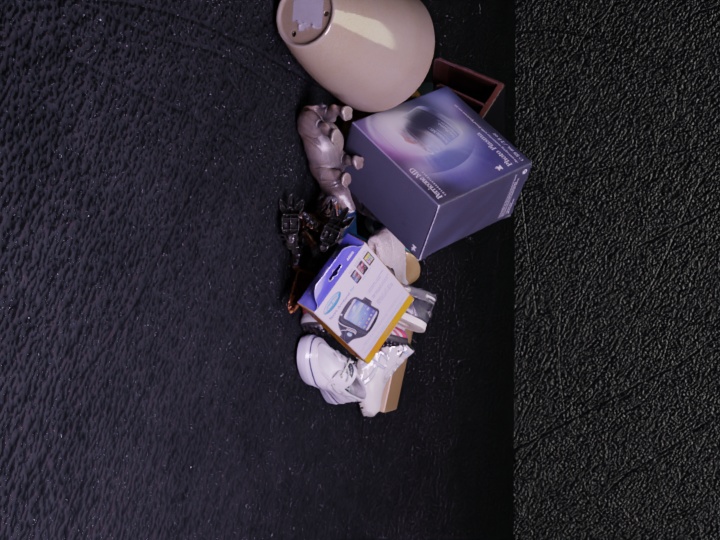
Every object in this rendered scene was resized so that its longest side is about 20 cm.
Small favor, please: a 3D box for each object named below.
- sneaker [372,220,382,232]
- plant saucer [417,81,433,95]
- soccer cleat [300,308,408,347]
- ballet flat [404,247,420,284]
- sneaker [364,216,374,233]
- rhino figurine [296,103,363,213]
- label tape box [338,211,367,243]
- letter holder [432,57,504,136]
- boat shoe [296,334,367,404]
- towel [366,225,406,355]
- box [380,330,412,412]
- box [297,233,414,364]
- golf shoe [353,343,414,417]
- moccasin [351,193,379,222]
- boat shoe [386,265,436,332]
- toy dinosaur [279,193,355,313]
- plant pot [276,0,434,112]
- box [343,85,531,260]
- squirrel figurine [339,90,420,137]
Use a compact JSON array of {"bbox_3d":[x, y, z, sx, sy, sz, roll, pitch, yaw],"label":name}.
[{"bbox_3d":[0.073,-0.104,1.771,0.095,0.079,0.200,-99,-157,-54],"label":"sneaker"},{"bbox_3d":[0.058,-0.243,1.829,0.200,0.036,0.200,-57,-168,19],"label":"plant saucer"},{"bbox_3d":[-0.003,0.070,1.603,0.200,0.068,0.073,17,69,-38],"label":"soccer cleat"},{"bbox_3d":[0.060,0.023,1.862,0.200,0.069,0.063,105,8,-69],"label":"ballet flat"},{"bbox_3d":[0.071,-0.095,1.943,0.199,0.079,0.130,52,49,-50],"label":"sneaker"},{"bbox_3d":[-0.043,-0.157,1.557,0.060,0.087,0.200,-41,137,-32],"label":"rhino figurine"},{"bbox_3d":[0.000,0.000,1.737,0.144,0.063,0.200,-3,94,-74],"label":"label tape box"},{"bbox_3d":[0.166,-0.260,1.855,0.101,0.142,0.200,-56,161,-16],"label":"letter holder"},{"bbox_3d":[-0.038,0.148,1.607,0.200,0.067,0.074,55,38,-63],"label":"boat shoe"},{"bbox_3d":[0.045,0.026,1.716,0.133,0.034,0.200,-44,133,-67],"label":"towel"},{"bbox_3d":[0.068,0.158,1.957,0.163,0.021,0.200,27,75,-79],"label":"box"},{"bbox_3d":[-0.008,0.037,1.482,0.119,0.041,0.200,-54,141,-10],"label":"box"},{"bbox_3d":[0.041,0.153,1.829,0.078,0.097,0.200,11,82,-75],"label":"golf shoe"},{"bbox_3d":[0.057,-0.117,1.685,0.078,0.201,0.074,-63,154,-24],"label":"moccasin"},{"bbox_3d":[0.022,0.021,1.619,0.068,0.200,0.072,-64,-170,-11],"label":"boat shoe"},{"bbox_3d":[-0.060,-0.029,1.497,0.136,0.102,0.200,93,-9,-54],"label":"toy dinosaur"},{"bbox_3d":[-0.023,-0.333,1.488,0.200,0.187,0.188,9,82,-60],"label":"plant pot"},{"bbox_3d":[0.109,-0.149,1.591,0.198,0.200,0.123,-27,150,-32],"label":"box"},{"bbox_3d":[0.015,-0.341,1.711,0.200,0.141,0.187,-87,161,-65],"label":"squirrel figurine"}]
